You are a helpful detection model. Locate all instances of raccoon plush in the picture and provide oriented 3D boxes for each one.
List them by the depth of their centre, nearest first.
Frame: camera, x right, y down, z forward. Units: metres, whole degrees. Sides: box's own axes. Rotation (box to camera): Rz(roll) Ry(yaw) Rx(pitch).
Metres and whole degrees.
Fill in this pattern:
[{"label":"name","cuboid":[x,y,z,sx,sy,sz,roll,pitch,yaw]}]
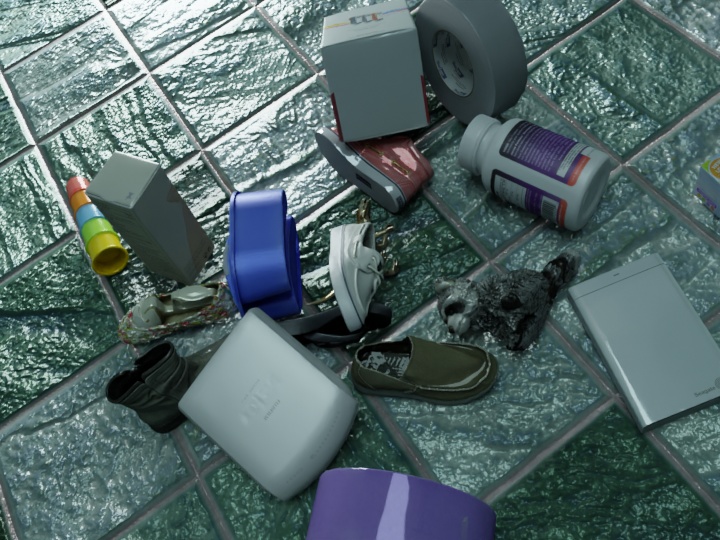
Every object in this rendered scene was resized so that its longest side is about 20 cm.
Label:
[{"label":"raccoon plush","cuboid":[0.190,0.029,0.975,0.132,0.099,0.198,22,36,38]}]

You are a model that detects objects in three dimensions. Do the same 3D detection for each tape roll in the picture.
[{"label":"tape roll","cuboid":[0.041,0.283,0.767,0.195,0.201,0.087,4,59,16]},{"label":"tape roll","cuboid":[0.164,-0.326,1.099,0.065,0.202,0.201,-31,57,-15]}]

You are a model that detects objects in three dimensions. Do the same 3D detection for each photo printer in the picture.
[{"label":"photo printer","cuboid":[-0.111,0.173,0.920,0.199,0.070,0.167,38,86,15]}]

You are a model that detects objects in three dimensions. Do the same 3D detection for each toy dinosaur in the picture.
[{"label":"toy dinosaur","cuboid":[0.002,-0.014,1.052,0.099,0.059,0.203,1,52,32]}]

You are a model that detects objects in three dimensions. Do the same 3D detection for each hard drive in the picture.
[{"label":"hard drive","cuboid":[0.363,0.085,0.911,0.129,0.027,0.203,-21,58,1]}]

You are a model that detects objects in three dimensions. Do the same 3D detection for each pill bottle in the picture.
[{"label":"pill bottle","cuboid":[0.241,-0.146,1.028,0.198,0.112,0.112,30,70,27]}]

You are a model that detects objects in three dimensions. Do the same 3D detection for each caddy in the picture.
[{"label":"caddy","cuboid":[-0.145,-0.019,1.030,0.102,0.142,0.204,-8,57,3]}]

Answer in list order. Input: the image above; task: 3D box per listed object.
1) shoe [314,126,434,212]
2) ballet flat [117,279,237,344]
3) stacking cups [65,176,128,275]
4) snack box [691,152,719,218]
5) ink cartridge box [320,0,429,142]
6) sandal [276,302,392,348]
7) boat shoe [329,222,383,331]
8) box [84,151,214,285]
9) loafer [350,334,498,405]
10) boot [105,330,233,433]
[{"label":"shoe","cuboid":[0.021,-0.178,1.129,0.091,0.072,0.199,-40,61,-17]},{"label":"ballet flat","cuboid":[-0.274,0.053,1.063,0.195,0.064,0.077,-17,58,4]},{"label":"stacking cups","cuboid":[-0.437,-0.083,1.185,0.060,0.061,0.201,-31,58,-6]},{"label":"snack box","cuboid":[0.575,-0.116,0.954,0.197,0.068,0.170,-30,58,-6]},{"label":"ink cartridge box","cuboid":[0.022,-0.313,1.121,0.141,0.148,0.201,-10,30,6]},{"label":"sandal","cuboid":[-0.046,0.087,0.987,0.196,0.076,0.044,-15,63,17]},{"label":"boat shoe","cuboid":[0.000,0.000,0.942,0.064,0.073,0.201,-18,28,8]},{"label":"box","cuboid":[-0.301,-0.072,1.062,0.093,0.201,0.079,18,64,23]},{"label":"loafer","cuboid":[0.078,0.125,0.930,0.195,0.070,0.077,-4,58,11]},{"label":"boot","cuboid":[-0.229,0.130,0.965,0.199,0.131,0.068,-39,59,-11]}]
